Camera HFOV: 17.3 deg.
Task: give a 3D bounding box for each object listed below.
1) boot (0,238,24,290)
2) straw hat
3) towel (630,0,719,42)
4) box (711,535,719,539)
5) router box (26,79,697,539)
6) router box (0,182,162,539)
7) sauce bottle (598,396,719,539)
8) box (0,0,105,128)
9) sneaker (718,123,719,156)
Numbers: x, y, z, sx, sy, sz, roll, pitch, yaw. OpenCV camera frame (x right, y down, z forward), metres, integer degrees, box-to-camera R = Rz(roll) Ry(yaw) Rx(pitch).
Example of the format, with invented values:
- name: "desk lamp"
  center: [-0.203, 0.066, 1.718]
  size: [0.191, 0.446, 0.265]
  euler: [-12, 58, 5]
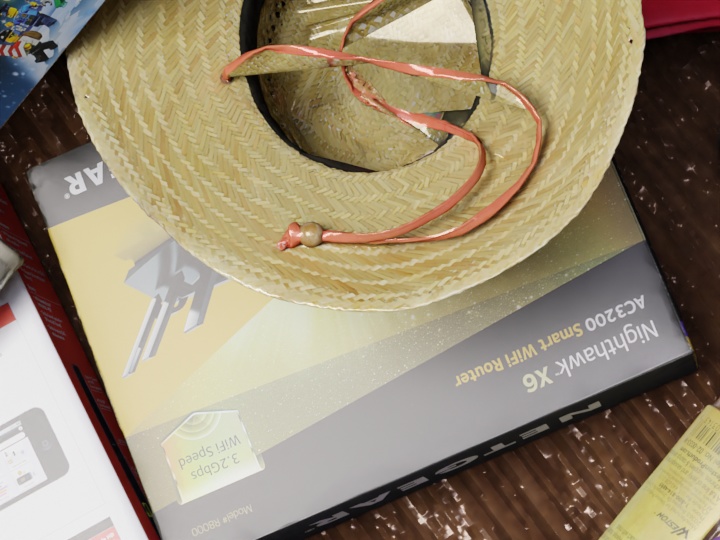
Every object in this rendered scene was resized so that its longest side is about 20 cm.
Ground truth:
- name: "boot"
  center: [-0.243, 0.019, 0.828]
  size: [0.181, 0.073, 0.201]
  euler: [35, 95, -1]
- name: "straw hat"
  center: [0.004, -0.070, 0.789]
  size: [0.199, 0.085, 0.203]
  euler: [-3, 73, 11]
- name: "towel"
  center: [0.103, -0.177, 0.849]
  size: [0.144, 0.022, 0.202]
  euler: [-6, 78, -17]
- name: "box"
  center: [0.111, 0.201, 0.764]
  size: [0.136, 0.039, 0.201]
  euler: [-29, 101, 11]
- name: "router box"
  center: [0.000, 0.000, 0.851]
  size: [0.199, 0.052, 0.158]
  euler: [-24, 78, 5]
- name: "router box"
  center: [-0.185, 0.086, 0.870]
  size: [0.199, 0.049, 0.180]
  euler: [-28, 78, 4]
- name: "sauce bottle"
  center: [0.091, 0.128, 0.811]
  size: [0.066, 0.066, 0.200]
  euler: [41, 90, 13]
- name: "box"
  center: [-0.093, -0.152, 0.761]
  size: [0.200, 0.037, 0.137]
  euler: [-44, 42, 38]
- name: "sneaker"
  center: [0.219, -0.074, 0.797]
  size: [0.198, 0.114, 0.077]
  euler: [-16, 81, 4]
